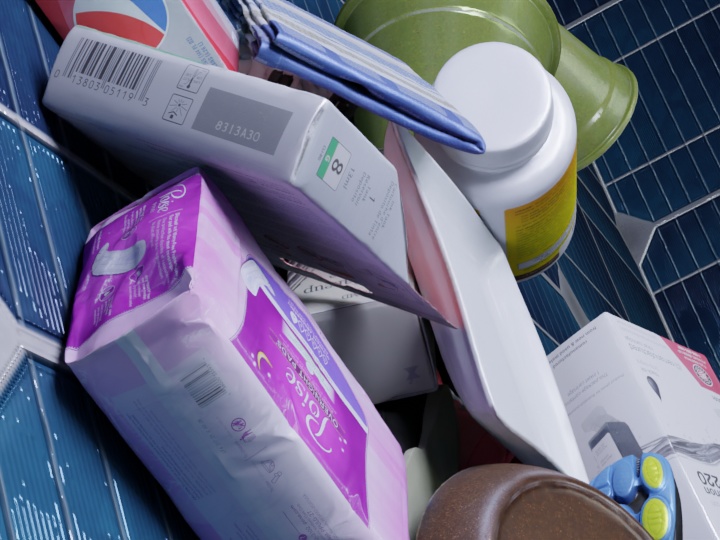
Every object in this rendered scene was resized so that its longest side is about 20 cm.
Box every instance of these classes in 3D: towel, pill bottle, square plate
[{"bbox_3d":[-0.012,-0.123,0.937,0.146,0.024,0.200,24,13,-19],"label":"towel"},{"bbox_3d":[0.094,-0.073,1.083,0.200,0.108,0.110,72,-3,-68],"label":"pill bottle"},{"bbox_3d":[0.074,0.033,0.943,0.198,0.028,0.202,45,24,-57],"label":"square plate"}]

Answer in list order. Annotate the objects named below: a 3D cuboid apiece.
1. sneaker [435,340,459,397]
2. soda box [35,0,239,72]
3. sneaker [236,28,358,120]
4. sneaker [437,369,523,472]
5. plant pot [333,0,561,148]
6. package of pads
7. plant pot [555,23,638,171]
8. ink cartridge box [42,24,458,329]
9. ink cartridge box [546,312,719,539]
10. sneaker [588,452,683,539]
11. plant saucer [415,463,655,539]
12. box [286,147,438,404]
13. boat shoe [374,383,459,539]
[{"bbox_3d":[0.099,0.114,1.109,0.084,0.073,0.202,-24,97,-33],"label":"sneaker"},{"bbox_3d":[-0.140,-0.170,0.816,0.201,0.069,0.064,55,15,-30],"label":"soda box"},{"bbox_3d":[-0.071,-0.117,1.003,0.081,0.075,0.200,41,15,14],"label":"sneaker"},{"bbox_3d":[0.067,0.119,1.012,0.074,0.086,0.202,50,19,-45],"label":"sneaker"},{"bbox_3d":[0.068,-0.117,1.293,0.200,0.198,0.192,50,32,-41],"label":"plant pot"},{"bbox_3d":[-0.049,0.066,0.715,0.201,0.075,0.121,56,14,-27],"label":"package of pads"},{"bbox_3d":[0.248,-0.259,2.172,0.184,0.200,0.201,40,24,-30],"label":"plant pot"},{"bbox_3d":[-0.043,-0.043,0.797,0.160,0.051,0.200,19,-10,32],"label":"ink cartridge box"},{"bbox_3d":[0.215,0.144,1.085,0.145,0.085,0.201,21,38,-45],"label":"ink cartridge box"},{"bbox_3d":[0.162,0.208,0.921,0.082,0.070,0.202,20,66,-57],"label":"sneaker"},{"bbox_3d":[0.113,0.179,0.795,0.199,0.034,0.202,27,39,-25],"label":"plant saucer"},{"bbox_3d":[0.000,0.000,0.973,0.201,0.081,0.069,-93,170,-61],"label":"box"},{"bbox_3d":[0.016,0.123,0.883,0.202,0.062,0.075,-68,149,-70],"label":"boat shoe"}]
